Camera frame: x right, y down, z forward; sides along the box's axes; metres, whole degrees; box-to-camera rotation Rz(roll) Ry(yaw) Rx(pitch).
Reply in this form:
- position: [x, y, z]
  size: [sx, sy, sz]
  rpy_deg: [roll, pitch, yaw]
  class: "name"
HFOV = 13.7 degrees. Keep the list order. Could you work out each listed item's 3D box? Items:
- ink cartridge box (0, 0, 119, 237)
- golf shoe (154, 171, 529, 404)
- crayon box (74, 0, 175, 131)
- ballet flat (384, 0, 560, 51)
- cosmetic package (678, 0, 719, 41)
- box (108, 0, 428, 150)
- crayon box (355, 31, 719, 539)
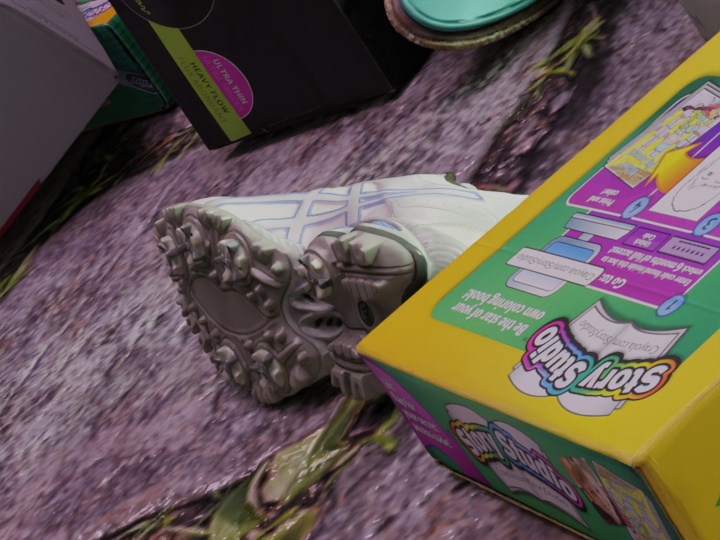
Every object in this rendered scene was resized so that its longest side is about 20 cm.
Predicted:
- position: [-0.218, -0.102, 1.542]
  size: [0.145, 0.083, 0.200]
  rpy_deg: [-52, 32, 11]
  class: "ink cartridge box"
- position: [0.000, 0.000, 1.116]
  size: [0.097, 0.079, 0.200]
  rpy_deg: [-27, 19, -29]
  class: "golf shoe"
- position: [-0.142, -0.130, 1.634]
  size: [0.200, 0.058, 0.119]
  rpy_deg: [-10, 33, 51]
  class: "crayon box"
- position: [0.075, -0.152, 1.343]
  size: [0.200, 0.070, 0.065]
  rpy_deg: [-44, -6, -29]
  class: "ballet flat"
- position: [0.192, -0.179, 1.127]
  size: [0.200, 0.105, 0.071]
  rpy_deg: [-39, 20, -4]
  class: "cosmetic package"
- position: [-0.022, -0.181, 1.416]
  size: [0.124, 0.149, 0.200]
  rpy_deg: [-16, 28, 41]
  class: "box"
- position: [0.111, 0.004, 0.911]
  size: [0.172, 0.058, 0.200]
  rpy_deg: [-41, 20, -12]
  class: "crayon box"
